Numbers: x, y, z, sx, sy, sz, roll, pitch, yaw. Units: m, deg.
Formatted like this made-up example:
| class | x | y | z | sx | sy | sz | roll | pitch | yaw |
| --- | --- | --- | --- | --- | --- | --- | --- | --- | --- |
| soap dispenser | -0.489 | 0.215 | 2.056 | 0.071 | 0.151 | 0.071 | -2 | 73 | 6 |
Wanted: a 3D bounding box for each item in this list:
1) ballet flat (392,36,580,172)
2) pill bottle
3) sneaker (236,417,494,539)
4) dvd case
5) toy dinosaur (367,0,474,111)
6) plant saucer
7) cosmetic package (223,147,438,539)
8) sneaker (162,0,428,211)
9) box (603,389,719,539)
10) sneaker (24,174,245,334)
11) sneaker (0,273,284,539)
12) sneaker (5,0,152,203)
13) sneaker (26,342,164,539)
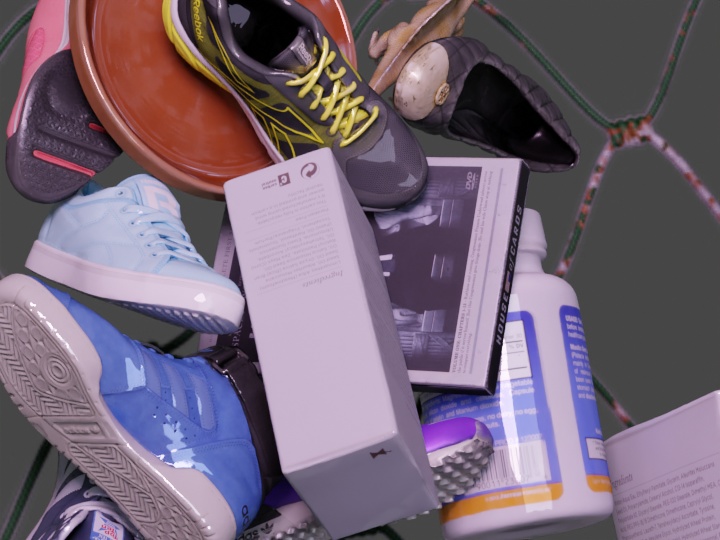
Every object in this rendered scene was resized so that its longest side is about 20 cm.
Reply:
| class | x | y | z | sx | sy | sz | roll | pitch | yaw |
| --- | --- | --- | --- | --- | --- | --- | --- | --- | --- |
| ballet flat | 0.084 | -0.106 | 1.465 | 0.057 | 0.200 | 0.067 | 36 | 103 | 30 |
| pill bottle | 0.091 | 0.067 | 1.451 | 0.111 | 0.112 | 0.201 | -5 | 77 | -17 |
| sneaker | -0.020 | 0.110 | 1.396 | 0.199 | 0.070 | 0.100 | -22 | 66 | 15 |
| dvd case | 0.000 | 0.000 | 1.429 | 0.199 | 0.025 | 0.151 | 2 | 71 | 23 |
| toy dinosaur | 0.033 | -0.146 | 1.494 | 0.058 | 0.101 | 0.200 | 43 | 72 | 1 |
| plant saucer | -0.093 | -0.139 | 1.427 | 0.199 | 0.032 | 0.201 | 11 | 69 | -32 |
| cosmetic package | -0.018 | 0.042 | 1.333 | 0.071 | 0.102 | 0.201 | -18 | 56 | 7 |
| sneaker | -0.036 | -0.108 | 1.375 | 0.200 | 0.085 | 0.075 | 39 | 76 | -11 |
| box | 0.284 | 0.139 | 1.438 | 0.198 | 0.200 | 0.131 | -9 | 79 | -17 |
| sneaker | -0.133 | -0.018 | 1.364 | 0.074 | 0.200 | 0.082 | 20 | 88 | -43 |
| sneaker | -0.123 | 0.066 | 1.320 | 0.200 | 0.077 | 0.111 | 48 | 45 | -4 |
| sneaker | -0.180 | -0.123 | 1.437 | 0.074 | 0.087 | 0.201 | 26 | 62 | -23 |
| sneaker | -0.148 | 0.132 | 1.357 | 0.070 | 0.108 | 0.201 | 27 | 72 | -16 |
